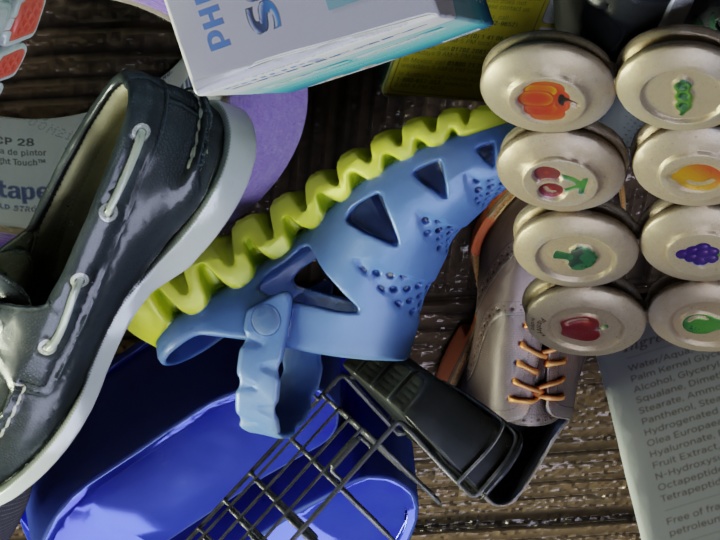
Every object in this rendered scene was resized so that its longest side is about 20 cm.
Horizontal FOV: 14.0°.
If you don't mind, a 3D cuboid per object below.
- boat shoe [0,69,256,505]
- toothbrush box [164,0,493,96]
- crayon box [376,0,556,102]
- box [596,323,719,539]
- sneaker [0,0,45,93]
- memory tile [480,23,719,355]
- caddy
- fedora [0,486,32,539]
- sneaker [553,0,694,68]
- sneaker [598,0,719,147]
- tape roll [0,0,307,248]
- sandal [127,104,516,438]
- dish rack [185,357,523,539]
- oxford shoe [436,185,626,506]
[{"bbox_3d":[-0.120,0.006,1.151,0.060,0.076,0.200,24,108,-32],"label":"boat shoe"},{"bbox_3d":[-0.023,-0.139,0.982,0.085,0.147,0.200,-18,180,9],"label":"toothbrush box"},{"bbox_3d":[0.088,-0.149,1.141,0.126,0.051,0.200,4,139,-17],"label":"crayon box"},{"bbox_3d":[0.233,0.113,1.388,0.199,0.172,0.199,-15,140,7],"label":"box"},{"bbox_3d":[-0.159,-0.139,1.042,0.077,0.082,0.201,-9,116,-49],"label":"sneaker"},{"bbox_3d":[0.129,-0.026,1.122,0.152,0.017,0.200,-1,144,10],"label":"memory tile"},{"bbox_3d":[-0.065,0.095,1.356,0.200,0.105,0.142,-33,119,11],"label":"caddy"},{"bbox_3d":[-0.202,0.069,1.281,0.090,0.177,0.201,-21,128,-37],"label":"fedora"},{"bbox_3d":[0.066,-0.143,1.024,0.111,0.073,0.201,-15,139,-25],"label":"sneaker"},{"bbox_3d":[0.132,-0.097,1.103,0.074,0.088,0.200,5,138,-18],"label":"sneaker"},{"bbox_3d":[-0.123,-0.083,1.163,0.199,0.066,0.201,-6,141,-5],"label":"tape roll"},{"bbox_3d":[0.000,0.000,1.190,0.200,0.087,0.079,-32,171,23],"label":"sandal"},{"bbox_3d":[-0.031,0.114,1.212,0.055,0.153,0.200,44,87,-11],"label":"dish rack"},{"bbox_3d":[0.084,0.028,1.332,0.071,0.073,0.201,0,139,-11],"label":"oxford shoe"}]
